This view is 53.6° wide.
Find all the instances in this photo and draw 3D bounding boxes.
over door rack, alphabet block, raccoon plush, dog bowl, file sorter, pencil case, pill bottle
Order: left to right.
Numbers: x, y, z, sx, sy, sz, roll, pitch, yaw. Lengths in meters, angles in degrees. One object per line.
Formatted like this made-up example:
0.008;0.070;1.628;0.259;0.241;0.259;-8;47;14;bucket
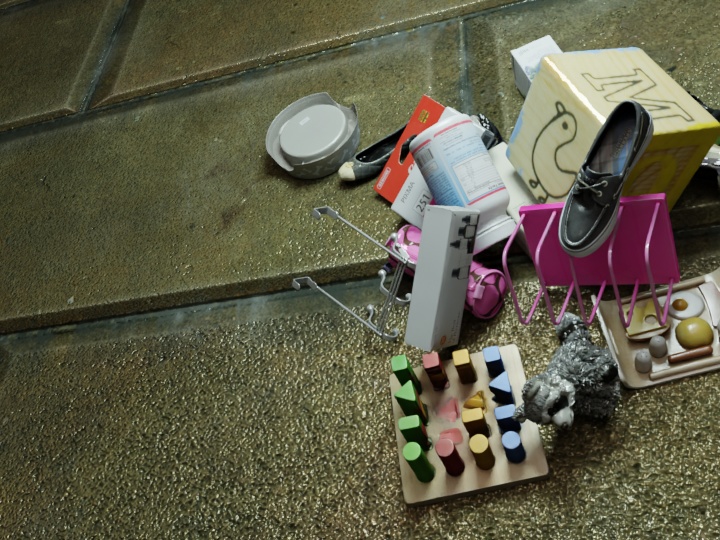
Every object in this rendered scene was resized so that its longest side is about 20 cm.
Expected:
-0.091;-0.269;1.440;0.198;0.059;0.202;-11;51;14;dog bowl
0.000;0.000;1.136;0.199;0.149;0.066;29;28;21;over door rack
0.132;0.000;1.125;0.199;0.094;0.091;29;88;37;pencil case
0.164;-0.131;1.110;0.108;0.109;0.202;-26;86;2;pill bottle
0.255;0.139;0.963;0.132;0.098;0.200;-3;22;-5;raccoon plush
0.311;-0.004;0.969;0.198;0.140;0.126;-2;36;35;file sorter
0.365;-0.191;1.061;0.194;0.197;0.201;-11;51;-20;alphabet block

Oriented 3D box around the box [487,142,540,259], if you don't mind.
0.259;-0.118;1.177;0.082;0.069;0.201;-28;49;-1;box

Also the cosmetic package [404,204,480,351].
0.119;0.010;1.025;0.050;0.082;0.203;16;103;39;cosmetic package

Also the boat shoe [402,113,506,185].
0.172;-0.190;1.273;0.199;0.092;0.075;-36;64;29;boat shoe

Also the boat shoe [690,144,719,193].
0.556;-0.148;1.080;0.198;0.072;0.065;21;77;30;boat shoe

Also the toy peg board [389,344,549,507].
0.135;0.193;0.978;0.197;0.098;0.202;-15;51;11;toy peg board

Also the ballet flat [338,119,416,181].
0.041;-0.235;1.361;0.199;0.057;0.067;-32;49;-2;ballet flat

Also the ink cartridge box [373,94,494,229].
0.112;-0.188;1.234;0.173;0.043;0.201;39;109;33;ink cartridge box

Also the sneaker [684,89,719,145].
0.509;-0.270;1.176;0.199;0.084;0.077;33;71;37;sneaker

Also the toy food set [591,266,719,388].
0.432;0.066;0.972;0.198;0.061;0.145;-16;51;11;toy food set

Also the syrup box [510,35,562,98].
0.346;-0.328;1.288;0.078;0.082;0.201;-21;50;4;syrup box

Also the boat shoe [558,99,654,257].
0.297;-0.115;0.874;0.070;0.066;0.201;33;97;36;boat shoe
